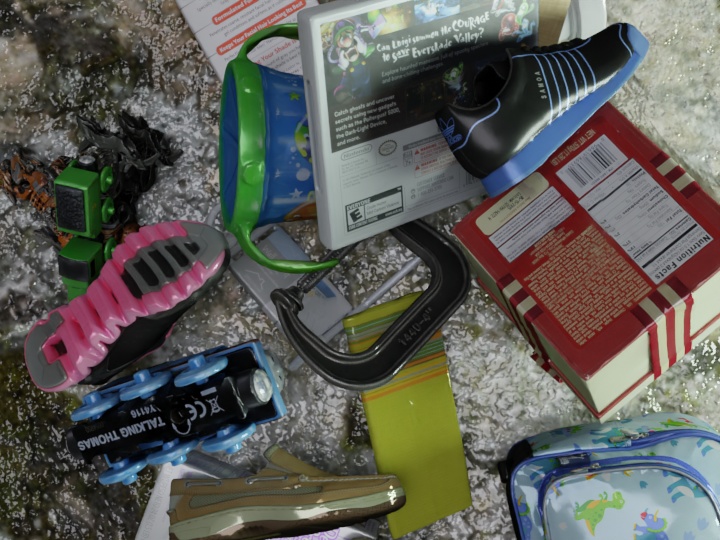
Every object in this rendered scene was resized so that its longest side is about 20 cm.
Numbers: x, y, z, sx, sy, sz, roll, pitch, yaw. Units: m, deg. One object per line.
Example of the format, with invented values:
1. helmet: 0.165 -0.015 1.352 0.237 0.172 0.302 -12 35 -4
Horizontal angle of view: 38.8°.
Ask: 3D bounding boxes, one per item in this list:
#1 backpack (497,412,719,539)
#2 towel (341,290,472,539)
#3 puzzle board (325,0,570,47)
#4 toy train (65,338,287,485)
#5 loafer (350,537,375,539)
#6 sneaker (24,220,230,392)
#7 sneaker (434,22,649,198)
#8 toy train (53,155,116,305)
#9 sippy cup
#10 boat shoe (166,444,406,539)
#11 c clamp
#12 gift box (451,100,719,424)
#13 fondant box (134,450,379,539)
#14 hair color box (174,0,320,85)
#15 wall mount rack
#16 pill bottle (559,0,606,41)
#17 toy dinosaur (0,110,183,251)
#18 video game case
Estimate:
1. backpack: 0.231 0.215 0.836 0.200 0.147 0.183 -13 91 1
2. towel: 0.042 0.123 0.881 0.086 0.018 0.200 -16 101 -24
3. puzzle board: 0.068 -0.198 0.777 0.200 0.017 0.151 1 118 -24
4. toy train: -0.153 0.114 0.866 0.200 0.114 0.087 -20 97 21
5. loafer: 0.066 0.289 0.862 0.200 0.068 0.076 24 92 -19
6. sneaker: -0.182 0.033 0.857 0.200 0.095 0.079 -35 63 12
7. sneaker: 0.137 -0.141 0.759 0.078 0.070 0.200 50 61 -7
8. toy train: -0.234 -0.004 0.877 0.042 0.056 0.200 12 125 6
9. sippy cup: -0.042 -0.098 0.819 0.130 0.140 0.178 -1 119 -15
10. boat shoe: -0.064 0.181 0.850 0.200 0.072 0.076 -9 68 0
11. c clamp: 0.000 0.000 0.855 0.171 0.027 0.200 35 60 7
12. gift box: 0.194 -0.013 0.827 0.184 0.187 0.200 -35 65 3
13. fondant box: -0.100 0.261 0.907 0.200 0.058 0.145 20 90 4
14. hair color box: -0.078 -0.201 0.909 0.111 0.064 0.200 -29 89 5
15. wall mount rack: -0.033 -0.011 0.902 0.174 0.075 0.200 -40 87 -29
16. pill bottle: 0.096 -0.218 0.868 0.200 0.116 0.116 -16 88 4
17. toy dinosaur: -0.227 -0.067 0.921 0.200 0.102 0.136 23 107 -13
18. video game case: 0.050 -0.127 0.765 0.200 0.023 0.182 -21 126 -24
